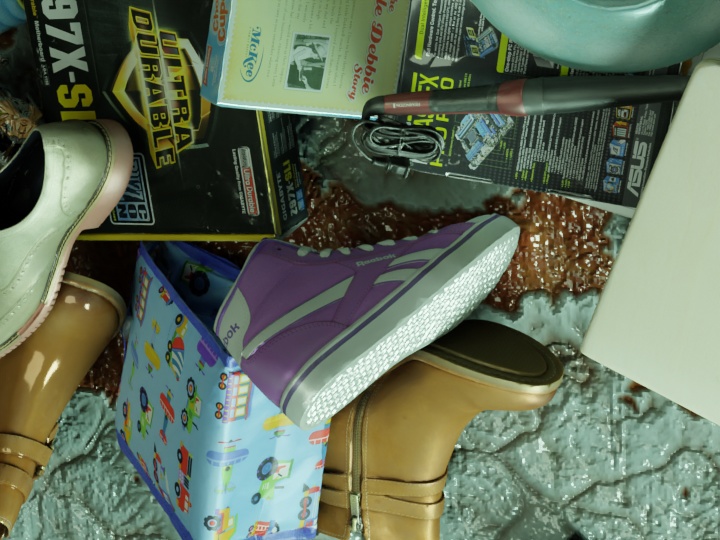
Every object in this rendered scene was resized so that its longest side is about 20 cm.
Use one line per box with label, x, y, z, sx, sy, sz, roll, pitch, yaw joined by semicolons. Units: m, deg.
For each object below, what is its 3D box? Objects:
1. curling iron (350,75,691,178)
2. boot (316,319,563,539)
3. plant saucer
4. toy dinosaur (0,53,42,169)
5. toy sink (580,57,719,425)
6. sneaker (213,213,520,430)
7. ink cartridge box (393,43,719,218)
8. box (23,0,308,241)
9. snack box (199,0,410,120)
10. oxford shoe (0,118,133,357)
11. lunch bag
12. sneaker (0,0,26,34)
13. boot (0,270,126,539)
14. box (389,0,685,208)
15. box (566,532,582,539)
curling iron;0.093;-0.091;1.204;0.200;0.026;0.050;-10;131;9
boot;0.041;0.112;1.365;0.200;0.077;0.156;5;108;27
plant saucer;0.138;-0.197;1.143;0.201;0.039;0.201;3;113;8
toy dinosaur;-0.267;-0.084;1.419;0.102;0.200;0.136;13;94;-14
toy sink;0.228;-0.025;1.188;0.130;0.112;0.200;27;123;15
sneaker;0.000;0.000;1.293;0.114;0.200;0.073;43;147;23
ink cartridge box;0.133;-0.126;1.269;0.200;0.050;0.162;16;115;0
box;-0.125;-0.119;1.334;0.159;0.049;0.200;2;110;27
snack box;-0.023;-0.192;1.254;0.037;0.116;0.200;-144;60;-62
oxford shoe;-0.223;-0.021;1.336;0.071;0.074;0.200;52;120;34
lunch bag;-0.111;0.074;1.398;0.200;0.094;0.151;35;125;45
sneaker;-0.267;-0.243;1.387;0.130;0.080;0.200;-14;111;31
boot;-0.221;0.096;1.412;0.074;0.155;0.200;22;149;-10
box;0.108;-0.145;1.215;0.160;0.044;0.200;10;113;7
box;0.167;0.288;1.394;0.200;0.036;0.143;44;121;7
